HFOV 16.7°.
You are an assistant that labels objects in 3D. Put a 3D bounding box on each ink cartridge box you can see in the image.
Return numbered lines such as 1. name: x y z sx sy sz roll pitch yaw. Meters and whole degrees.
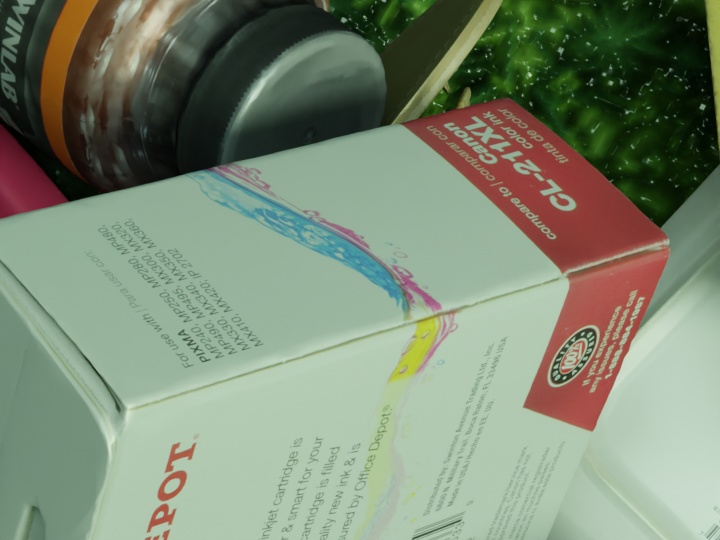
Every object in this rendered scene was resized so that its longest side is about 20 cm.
1. ink cartridge box: -0.025 0.044 0.710 0.200 0.146 0.083 -15 48 -38

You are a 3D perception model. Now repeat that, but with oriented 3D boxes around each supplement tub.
1. supplement tub: -0.083 -0.089 0.806 0.200 0.107 0.107 35 76 34

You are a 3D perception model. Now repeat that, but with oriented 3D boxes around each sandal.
1. sandal: -0.002 -0.001 0.829 0.070 0.078 0.212 41 84 -16

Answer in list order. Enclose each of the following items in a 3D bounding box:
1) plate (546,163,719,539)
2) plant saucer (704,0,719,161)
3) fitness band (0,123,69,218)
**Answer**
1. plate: 0.161 0.054 0.804 0.200 0.032 0.200 43 78 16
2. plant saucer: 0.207 -0.044 0.801 0.199 0.048 0.200 3 59 -5
3. fitness band: -0.158 0.000 0.781 0.143 0.037 0.200 -14 49 -36
